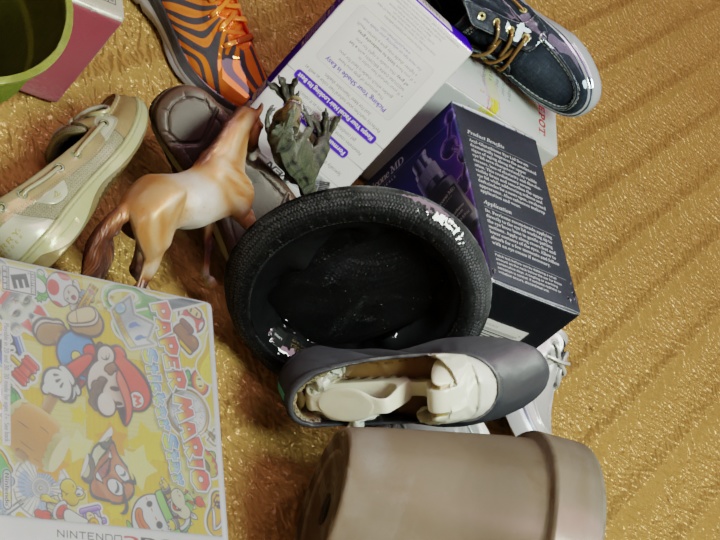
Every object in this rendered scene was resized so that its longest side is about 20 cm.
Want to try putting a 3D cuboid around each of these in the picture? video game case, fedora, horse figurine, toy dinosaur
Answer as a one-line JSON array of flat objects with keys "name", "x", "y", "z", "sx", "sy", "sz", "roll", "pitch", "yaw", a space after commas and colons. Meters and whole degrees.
[{"name": "video game case", "x": -0.169, "y": 0.100, "z": 1.006, "sx": 0.182, "sy": 0.023, "sz": 0.201, "roll": 14, "pitch": 59, "yaw": -39}, {"name": "fedora", "x": 0.000, "y": 0.000, "z": 1.152, "sx": 0.200, "sy": 0.201, "sz": 0.092, "roll": 37, "pitch": 29, "yaw": -16}, {"name": "horse figurine", "x": -0.131, "y": -0.033, "z": 1.114, "sx": 0.050, "sy": 0.133, "sz": 0.200, "roll": 22, "pitch": 34, "yaw": 37}, {"name": "toy dinosaur", "x": -0.044, "y": -0.098, "z": 1.209, "sx": 0.200, "sy": 0.047, "sz": 0.088, "roll": 62, "pitch": 26, "yaw": -61}]

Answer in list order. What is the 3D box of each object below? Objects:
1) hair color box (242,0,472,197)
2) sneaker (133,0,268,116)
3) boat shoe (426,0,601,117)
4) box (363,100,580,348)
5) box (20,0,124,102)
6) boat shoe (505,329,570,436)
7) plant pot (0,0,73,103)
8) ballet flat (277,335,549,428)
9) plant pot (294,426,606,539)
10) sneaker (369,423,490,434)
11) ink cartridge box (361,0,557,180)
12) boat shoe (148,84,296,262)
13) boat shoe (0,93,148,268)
[{"name": "hair color box", "x": -0.014, "y": -0.150, "z": 1.277, "sx": 0.109, "sy": 0.200, "sz": 0.065, "roll": 41, "pitch": 12, "yaw": -13}, {"name": "sneaker", "x": -0.122, "y": -0.228, "z": 1.314, "sx": 0.200, "sy": 0.112, "sz": 0.078, "roll": 52, "pitch": 36, "yaw": 3}, {"name": "boat shoe", "x": 0.121, "y": -0.204, "z": 1.346, "sx": 0.200, "sy": 0.071, "sz": 0.091, "roll": 47, "pitch": 37, "yaw": 7}, {"name": "box", "x": 0.086, "y": -0.017, "z": 1.312, "sx": 0.104, "sy": 0.148, "sz": 0.201, "roll": 20, "pitch": 43, "yaw": -33}, {"name": "box", "x": -0.291, "y": -0.231, "z": 1.139, "sx": 0.199, "sy": 0.109, "sz": 0.128, "roll": 18, "pitch": 46, "yaw": -36}, {"name": "boat shoe", "x": 0.152, "y": 0.071, "z": 1.353, "sx": 0.074, "sy": 0.065, "sz": 0.201, "roll": 53, "pitch": 24, "yaw": -47}, {"name": "plant pot", "x": -0.316, "y": -0.140, "z": 0.955, "sx": 0.200, "sy": 0.193, "sz": 0.201, "roll": 29, "pitch": 40, "yaw": -27}, {"name": "ballet flat", "x": 0.036, "y": 0.087, "z": 1.102, "sx": 0.199, "sy": 0.073, "sz": 0.073, "roll": -2, "pitch": 43, "yaw": 7}, {"name": "plant pot", "x": 0.050, "y": 0.192, "z": 1.068, "sx": 0.173, "sy": 0.200, "sz": 0.200, "roll": 18, "pitch": 43, "yaw": -12}, {"name": "sneaker", "x": 0.020, "y": 0.098, "z": 1.199, "sx": 0.200, "sy": 0.075, "sz": 0.115, "roll": 52, "pitch": 38, "yaw": 3}, {"name": "ink cartridge box", "x": 0.065, "y": -0.161, "z": 1.423, "sx": 0.200, "sy": 0.145, "sz": 0.146, "roll": 31, "pitch": 39, "yaw": -23}, {"name": "boat shoe", "x": -0.099, "y": -0.060, "z": 1.217, "sx": 0.075, "sy": 0.075, "sz": 0.203, "roll": -33, "pitch": 106, "yaw": -14}, {"name": "boat shoe", "x": -0.215, "y": -0.075, "z": 1.111, "sx": 0.063, "sy": 0.073, "sz": 0.201, "roll": 42, "pitch": 43, "yaw": -17}]
